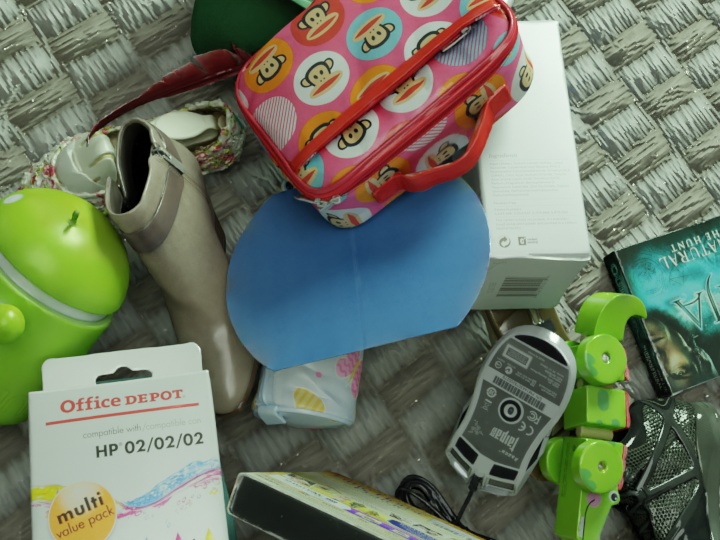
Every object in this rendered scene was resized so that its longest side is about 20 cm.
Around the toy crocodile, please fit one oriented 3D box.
[{"bbox_3d":[0.182,0.114,0.750,0.061,0.067,0.204,11,76,-16],"label":"toy crocodile"}]

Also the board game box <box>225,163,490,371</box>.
[{"bbox_3d":[0.000,0.000,0.708,0.197,0.039,0.160,-14,52,9],"label":"board game box"}]

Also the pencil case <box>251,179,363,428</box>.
[{"bbox_3d":[-0.035,0.025,0.771,0.082,0.090,0.204,-2,75,28],"label":"pencil case"}]

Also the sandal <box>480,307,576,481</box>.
[{"bbox_3d":[0.137,0.072,0.810,0.079,0.054,0.203,-16,85,-18],"label":"sandal"}]

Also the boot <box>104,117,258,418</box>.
[{"bbox_3d":[-0.137,-0.008,0.716,0.069,0.147,0.202,-21,56,8],"label":"boot"}]

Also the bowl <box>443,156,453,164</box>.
[{"bbox_3d":[0.087,-0.111,0.856,0.197,0.039,0.204,3,75,-10],"label":"bowl"}]

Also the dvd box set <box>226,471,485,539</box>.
[{"bbox_3d":[0.009,0.178,0.665,0.144,0.200,0.030,21,85,18],"label":"dvd box set"}]

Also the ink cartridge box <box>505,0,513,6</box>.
[{"bbox_3d":[0.086,-0.296,0.856,0.143,0.084,0.202,27,60,2],"label":"ink cartridge box"}]

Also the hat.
[{"bbox_3d":[-0.112,-0.174,0.823,0.198,0.166,0.178,22,108,-29],"label":"hat"}]

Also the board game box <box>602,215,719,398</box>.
[{"bbox_3d":[0.332,0.020,0.874,0.197,0.028,0.137,-18,79,-14],"label":"board game box"}]

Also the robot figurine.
[{"bbox_3d":[-0.246,0.028,0.699,0.115,0.176,0.200,40,101,-4],"label":"robot figurine"}]

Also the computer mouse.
[{"bbox_3d":[0.108,0.135,0.754,0.109,0.044,0.202,30,104,16],"label":"computer mouse"}]

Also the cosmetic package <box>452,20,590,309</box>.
[{"bbox_3d":[0.118,-0.082,0.761,0.080,0.113,0.203,0,70,-3],"label":"cosmetic package"}]

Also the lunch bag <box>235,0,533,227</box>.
[{"bbox_3d":[0.021,-0.130,0.704,0.199,0.082,0.177,-39,59,4],"label":"lunch bag"}]

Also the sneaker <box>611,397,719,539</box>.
[{"bbox_3d":[0.234,0.201,0.788,0.112,0.076,0.203,8,72,-6],"label":"sneaker"}]

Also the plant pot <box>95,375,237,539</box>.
[{"bbox_3d":[-0.155,0.184,0.688,0.139,0.141,0.203,-4,72,-11],"label":"plant pot"}]

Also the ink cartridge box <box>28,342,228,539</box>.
[{"bbox_3d":[-0.144,0.134,0.603,0.113,0.068,0.203,-6,67,-12],"label":"ink cartridge box"}]

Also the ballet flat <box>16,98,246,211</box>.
[{"bbox_3d":[-0.187,-0.098,0.789,0.197,0.064,0.077,-22,76,-14],"label":"ballet flat"}]
